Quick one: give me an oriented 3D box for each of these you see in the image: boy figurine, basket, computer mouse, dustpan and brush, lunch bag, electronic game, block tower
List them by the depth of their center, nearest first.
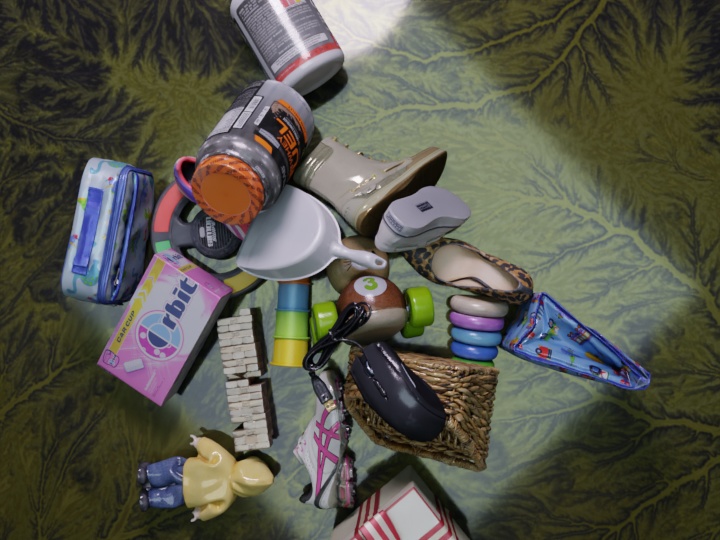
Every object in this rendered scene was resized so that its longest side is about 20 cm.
[{"bbox_3d":[0.007,0.154,1.083,0.140,0.046,0.201,-42,80,24],"label":"computer mouse"},{"bbox_3d":[0.072,0.190,1.161,0.198,0.142,0.151,8,89,36],"label":"basket"},{"bbox_3d":[-0.058,-0.037,1.162,0.198,0.057,0.141,13,71,28],"label":"dustpan and brush"},{"bbox_3d":[0.307,0.116,1.187,0.198,0.151,0.095,28,90,2],"label":"lunch bag"},{"bbox_3d":[-0.355,-0.052,1.207,0.081,0.161,0.203,11,88,2],"label":"lunch bag"},{"bbox_3d":[-0.225,0.301,1.244,0.197,0.064,0.126,-7,88,1],"label":"boy figurine"},{"bbox_3d":[-0.170,0.159,1.250,0.057,0.054,0.203,-7,88,1],"label":"block tower"},{"bbox_3d":[-0.214,-0.057,1.262,0.197,0.042,0.203,0,89,2],"label":"electronic game"}]

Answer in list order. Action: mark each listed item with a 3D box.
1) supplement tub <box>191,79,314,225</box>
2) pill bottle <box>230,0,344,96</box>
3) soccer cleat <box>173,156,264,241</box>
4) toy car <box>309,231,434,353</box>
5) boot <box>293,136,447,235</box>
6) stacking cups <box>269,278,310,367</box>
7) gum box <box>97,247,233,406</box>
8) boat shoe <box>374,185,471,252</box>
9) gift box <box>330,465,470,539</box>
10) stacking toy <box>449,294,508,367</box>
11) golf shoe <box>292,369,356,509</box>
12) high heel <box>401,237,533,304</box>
[{"bbox_3d":[-0.146,-0.160,1.151,0.121,0.201,0.124,11,133,11],"label":"supplement tub"},{"bbox_3d":[-0.117,-0.360,1.228,0.115,0.116,0.202,-31,89,1],"label":"pill bottle"},{"bbox_3d":[-0.182,-0.095,1.210,0.199,0.073,0.069,34,82,1],"label":"soccer cleat"},{"bbox_3d":[0.000,0.000,1.210,0.162,0.158,0.203,-9,76,-9],"label":"toy car"},{"bbox_3d":[0.017,-0.148,1.235,0.154,0.073,0.199,36,56,27],"label":"boot"},{"bbox_3d":[-0.094,0.039,1.249,0.060,0.061,0.203,5,87,2],"label":"stacking cups"},{"bbox_3d":[-0.285,0.086,1.232,0.113,0.066,0.202,32,102,3],"label":"gum box"},{"bbox_3d":[0.088,-0.066,1.197,0.072,0.199,0.066,44,122,13],"label":"boat shoe"},{"bbox_3d":[0.055,0.411,1.172,0.200,0.187,0.185,-44,87,-1],"label":"gift box"},{"bbox_3d":[0.162,0.140,1.235,0.084,0.085,0.203,6,96,2],"label":"stacking toy"},{"bbox_3d":[-0.056,0.247,1.235,0.091,0.073,0.203,-3,89,3],"label":"golf shoe"},{"bbox_3d":[0.147,-0.007,1.199,0.198,0.143,0.072,21,89,2],"label":"high heel"}]
